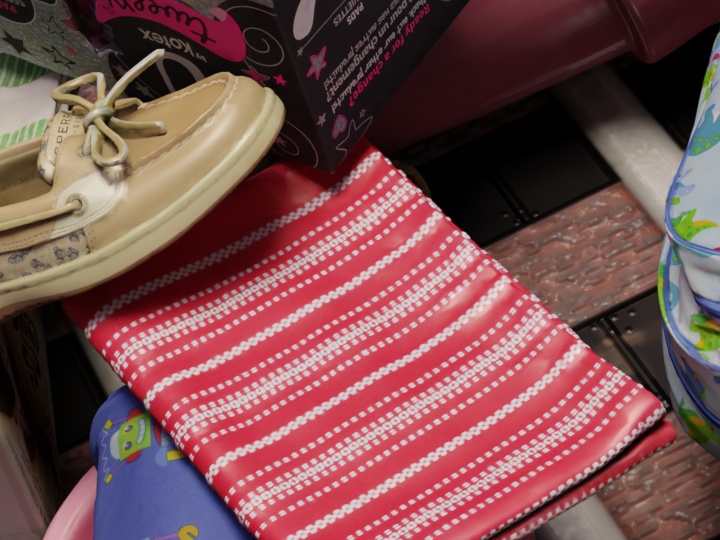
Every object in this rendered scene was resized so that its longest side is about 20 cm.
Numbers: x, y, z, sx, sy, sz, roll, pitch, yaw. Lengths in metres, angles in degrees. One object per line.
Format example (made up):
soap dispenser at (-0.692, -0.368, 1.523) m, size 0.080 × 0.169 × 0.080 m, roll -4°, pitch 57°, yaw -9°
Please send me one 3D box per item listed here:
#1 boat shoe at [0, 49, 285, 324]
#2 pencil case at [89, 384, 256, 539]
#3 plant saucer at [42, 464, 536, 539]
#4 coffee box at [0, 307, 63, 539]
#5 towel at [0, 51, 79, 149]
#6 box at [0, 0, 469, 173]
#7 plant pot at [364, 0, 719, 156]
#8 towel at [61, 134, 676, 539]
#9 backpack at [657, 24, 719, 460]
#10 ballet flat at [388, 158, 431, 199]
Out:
boat shoe at (-0.122, -0.026, 0.866) m, size 0.199 × 0.063 × 0.073 m, roll -27°, pitch 21°, yaw 11°
pencil case at (-0.052, 0.129, 0.825) m, size 0.078 × 0.087 × 0.201 m, roll -27°, pitch 43°, yaw 18°
plant saucer at (-0.028, 0.131, 0.905) m, size 0.199 × 0.051 × 0.202 m, roll -7°, pitch 47°, yaw 7°
coffee box at (-0.179, 0.033, 0.987) m, size 0.079 × 0.113 × 0.201 m, roll -14°, pitch 48°, yaw 0°
towel at (-0.190, -0.073, 0.993) m, size 0.151 × 0.023 × 0.201 m, roll -3°, pitch 48°, yaw 9°
box at (-0.066, -0.142, 0.930) m, size 0.199 × 0.115 × 0.132 m, roll 20°, pitch 60°, yaw 33°
plant pot at (0.045, -0.152, 1.058) m, size 0.178 × 0.200 × 0.201 m, roll -34°, pitch 48°, yaw 5°
towel at (-0.003, 0.030, 0.843) m, size 0.144 × 0.023 × 0.200 m, roll -29°, pitch 48°, yaw -21°
backpack at (0.179, -0.015, 0.853) m, size 0.162 × 0.154 × 0.201 m, roll 15°, pitch 66°, yaw 20°
ballet flat at (0.000, 0.000, 0.969) m, size 0.070 × 0.071 × 0.200 m, roll -6°, pitch 21°, yaw 8°
